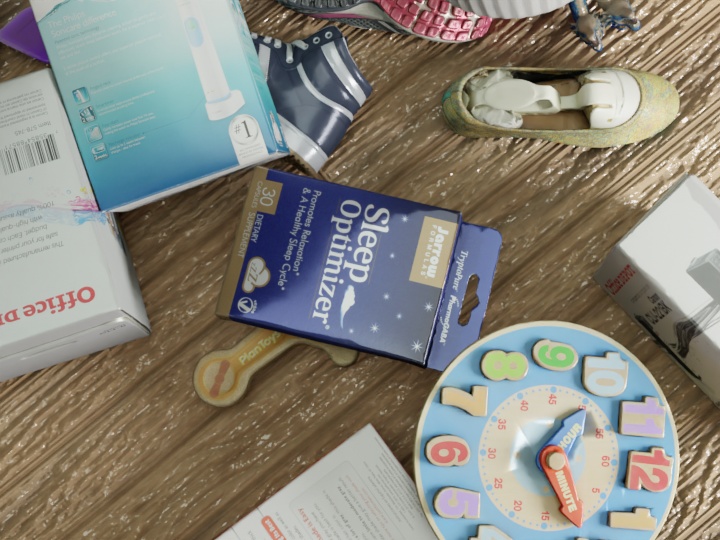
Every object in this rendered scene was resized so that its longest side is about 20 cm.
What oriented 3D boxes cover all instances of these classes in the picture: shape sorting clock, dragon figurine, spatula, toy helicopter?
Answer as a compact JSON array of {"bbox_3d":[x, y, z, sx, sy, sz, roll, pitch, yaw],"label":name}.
[{"bbox_3d":[0.138,0.138,0.999,0.199,0.039,0.201,1,86,-10],"label":"shape sorting clock"},{"bbox_3d":[0.159,-0.271,1.141,0.059,0.099,0.200,-34,61,-2],"label":"dragon figurine"},{"bbox_3d":[-0.216,-0.164,1.156,0.200,0.021,0.057,36,61,4],"label":"spatula"},{"bbox_3d":[-0.056,0.032,1.091,0.200,0.079,0.132,-38,79,-1],"label":"toy helicopter"}]

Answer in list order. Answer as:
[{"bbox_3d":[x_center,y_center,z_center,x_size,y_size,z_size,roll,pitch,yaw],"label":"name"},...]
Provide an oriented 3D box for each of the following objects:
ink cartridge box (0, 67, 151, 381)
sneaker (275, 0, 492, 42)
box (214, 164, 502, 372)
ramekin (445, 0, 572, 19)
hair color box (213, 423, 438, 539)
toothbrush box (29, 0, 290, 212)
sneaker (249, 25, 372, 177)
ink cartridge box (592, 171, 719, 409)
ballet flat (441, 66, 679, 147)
[{"bbox_3d":[-0.268,-0.028,1.073,0.145,0.145,0.201,-17,79,-2],"label":"ink cartridge box"},{"bbox_3d":[0.017,-0.240,1.139,0.199,0.075,0.081,11,90,-9],"label":"sneaker"},{"bbox_3d":[0.000,0.000,1.035,0.199,0.032,0.122,13,80,7],"label":"box"},{"bbox_3d":[0.117,-0.289,1.044,0.199,0.105,0.201,-5,67,12],"label":"ramekin"},{"bbox_3d":[-0.039,0.223,1.062,0.200,0.064,0.111,-36,82,-5],"label":"hair color box"},{"bbox_3d":[-0.157,-0.162,1.052,0.146,0.085,0.201,-20,93,4],"label":"toothbrush box"},{"bbox_3d":[-0.082,-0.180,1.130,0.200,0.070,0.109,40,87,3],"label":"sneaker"},{"bbox_3d":[0.281,0.036,1.040,0.084,0.144,0.200,-41,81,-5],"label":"ink cartridge box"},{"bbox_3d":[0.166,-0.139,1.115,0.199,0.071,0.071,0,80,2],"label":"ballet flat"}]
